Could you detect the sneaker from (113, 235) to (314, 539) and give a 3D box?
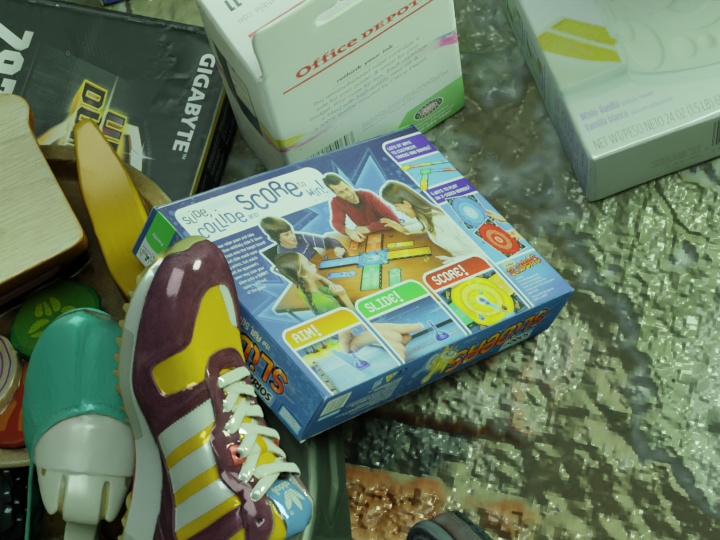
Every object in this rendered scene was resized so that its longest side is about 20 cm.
[{"bbox_3d":[-0.060,0.084,1.028,0.090,0.075,0.200,12,111,29],"label":"sneaker"}]

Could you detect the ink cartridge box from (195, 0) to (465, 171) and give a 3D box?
[{"bbox_3d":[-0.015,-0.124,1.156,0.117,0.200,0.067,-33,68,-8],"label":"ink cartridge box"}]

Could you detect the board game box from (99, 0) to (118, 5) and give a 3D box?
[{"bbox_3d":[-0.081,-0.268,1.279,0.200,0.097,0.160,-17,67,-2],"label":"board game box"}]

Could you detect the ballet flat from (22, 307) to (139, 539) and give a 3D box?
[{"bbox_3d":[-0.132,0.113,1.073,0.067,0.200,0.070,2,38,-8],"label":"ballet flat"}]

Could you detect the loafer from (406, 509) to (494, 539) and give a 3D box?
[{"bbox_3d":[0.100,0.198,1.092,0.063,0.072,0.200,-28,72,-28],"label":"loafer"}]

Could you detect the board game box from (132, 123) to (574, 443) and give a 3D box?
[{"bbox_3d":[0.000,0.000,1.131,0.200,0.034,0.135,-20,60,-45],"label":"board game box"}]

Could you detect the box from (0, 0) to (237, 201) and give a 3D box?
[{"bbox_3d":[-0.163,-0.049,1.223,0.160,0.049,0.200,11,69,12],"label":"box"}]

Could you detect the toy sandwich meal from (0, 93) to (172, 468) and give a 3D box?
[{"bbox_3d":[-0.180,0.001,1.132,0.205,0.070,0.205,-4,63,9],"label":"toy sandwich meal"}]

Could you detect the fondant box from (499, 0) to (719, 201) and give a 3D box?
[{"bbox_3d":[0.157,-0.155,1.230,0.144,0.058,0.200,-20,66,-3],"label":"fondant box"}]

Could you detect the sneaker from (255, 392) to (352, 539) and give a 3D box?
[{"bbox_3d":[-0.066,0.124,1.131,0.114,0.076,0.200,-9,77,20],"label":"sneaker"}]

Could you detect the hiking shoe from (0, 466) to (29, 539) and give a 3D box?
[{"bbox_3d":[-0.216,0.171,1.132,0.087,0.074,0.200,-4,58,14],"label":"hiking shoe"}]
